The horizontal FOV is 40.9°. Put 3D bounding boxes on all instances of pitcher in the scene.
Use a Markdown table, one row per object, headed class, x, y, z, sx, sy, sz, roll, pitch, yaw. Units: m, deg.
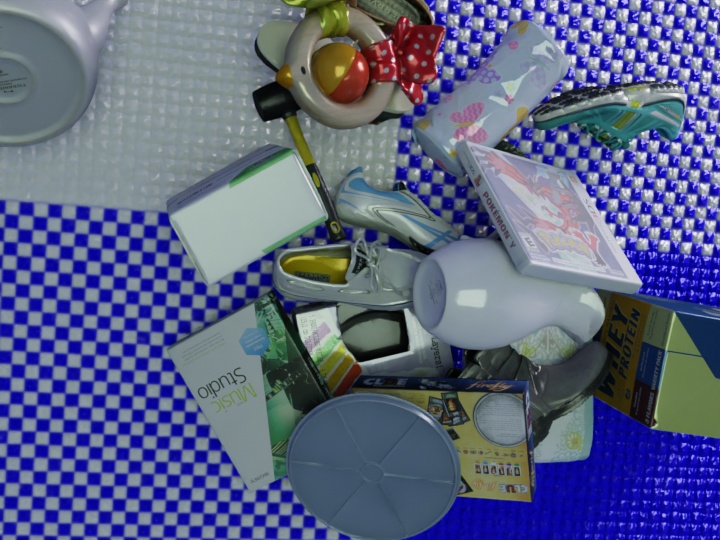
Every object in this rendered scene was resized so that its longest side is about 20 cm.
| class | x | y | z | sx | sy | sz | roll | pitch | yaw |
| --- | --- | --- | --- | --- | --- | --- | --- | --- | --- |
| pitcher | 0.157 | 0.005 | 1.092 | 0.199 | 0.121 | 0.173 | 0 | 57 | -25 |

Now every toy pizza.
| class | x | y | z | sx | sy | sz | roll | pitch | yaw |
| --- | --- | --- | --- | --- | --- | --- | --- | --- | --- |
| toy pizza | 0.015 | 0.220 | 1.092 | 0.198 | 0.032 | 0.202 | 3 | 115 | 6 |

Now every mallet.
| class | x | y | z | sx | sy | sz | roll | pitch | yaw |
| --- | --- | --- | --- | --- | --- | --- | --- | --- | --- |
| mallet | -0.071 | -0.125 | 1.111 | 0.065 | 0.041 | 0.202 | -14 | 84 | -7 |

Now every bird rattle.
| class | x | y | z | sx | sy | sz | roll | pitch | yaw |
| --- | --- | --- | --- | --- | --- | --- | --- | --- | --- |
| bird rattle | -0.011 | -0.228 | 1.040 | 0.200 | 0.112 | 0.164 | 37 | 73 | -33 |

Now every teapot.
| class | x | y | z | sx | sy | sz | roll | pitch | yaw |
| --- | --- | --- | --- | --- | --- | --- | --- | --- | --- |
| teapot | -0.375 | -0.238 | 1.014 | 0.199 | 0.147 | 0.197 | 23 | 123 | -35 |

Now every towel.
| class | x | y | z | sx | sy | sz | roll | pitch | yaw |
| --- | --- | --- | --- | --- | --- | --- | --- | --- | --- |
| towel | 0.205 | 0.136 | 1.191 | 0.170 | 0.048 | 0.202 | 2 | 84 | -18 |

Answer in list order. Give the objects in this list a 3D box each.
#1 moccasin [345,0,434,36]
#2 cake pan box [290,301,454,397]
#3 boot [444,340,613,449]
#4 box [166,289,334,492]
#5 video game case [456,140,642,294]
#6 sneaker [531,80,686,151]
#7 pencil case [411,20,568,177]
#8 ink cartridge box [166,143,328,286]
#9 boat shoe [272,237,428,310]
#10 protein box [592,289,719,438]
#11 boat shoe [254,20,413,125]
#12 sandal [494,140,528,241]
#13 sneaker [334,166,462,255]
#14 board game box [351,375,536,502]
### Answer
| class | x | y | z | sx | sy | sz | roll | pitch | yaw |
| --- | --- | --- | --- | --- | --- | --- | --- | --- | --- |
| moccasin | -0.005 | -0.326 | 1.101 | 0.201 | 0.078 | 0.074 | 36 | 86 | -12 |
| cake pan box | 0.021 | 0.117 | 1.172 | 0.183 | 0.052 | 0.202 | -11 | 99 | -11 |
| boot | 0.198 | 0.116 | 1.133 | 0.200 | 0.070 | 0.132 | -40 | 93 | -22 |
| box | -0.116 | 0.143 | 1.127 | 0.144 | 0.036 | 0.201 | -28 | 98 | 14 |
| video game case | 0.217 | -0.060 | 1.101 | 0.199 | 0.183 | 0.023 | 8 | 136 | -38 |
| sneaker | 0.308 | -0.185 | 1.182 | 0.198 | 0.078 | 0.080 | -6 | 106 | -10 |
| pencil case | 0.153 | -0.204 | 1.144 | 0.091 | 0.083 | 0.200 | 44 | 87 | 6 |
| ink cartridge box | -0.129 | -0.068 | 1.047 | 0.145 | 0.200 | 0.084 | -30 | 104 | -6 |
| boat shoe | -0.001 | -0.005 | 1.098 | 0.200 | 0.086 | 0.075 | 4 | 70 | -2 |
| protein box | 0.402 | 0.112 | 1.165 | 0.197 | 0.200 | 0.136 | 9 | 95 | -11 |
| boat shoe | -0.035 | -0.218 | 1.093 | 0.200 | 0.063 | 0.074 | 17 | 70 | -29 |
| sandal | 0.196 | -0.066 | 1.184 | 0.075 | 0.048 | 0.202 | -19 | 99 | -8 |
| sneaker | 0.065 | -0.060 | 1.152 | 0.199 | 0.072 | 0.073 | 24 | 83 | -16 |
| board game box | 0.095 | 0.190 | 1.099 | 0.198 | 0.035 | 0.137 | 0 | 109 | 21 |
